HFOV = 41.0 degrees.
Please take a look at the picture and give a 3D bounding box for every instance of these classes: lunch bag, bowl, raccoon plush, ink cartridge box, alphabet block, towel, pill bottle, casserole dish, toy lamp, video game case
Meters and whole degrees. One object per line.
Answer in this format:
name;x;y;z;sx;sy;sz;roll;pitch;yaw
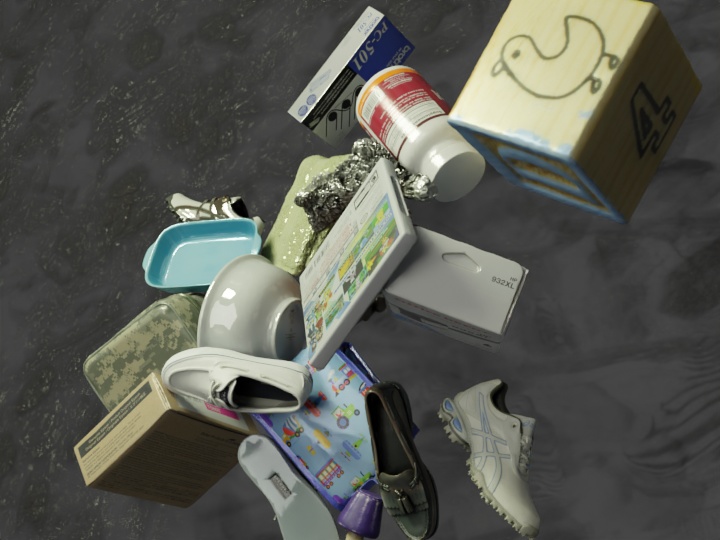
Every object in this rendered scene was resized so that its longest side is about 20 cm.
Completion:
lunch bag;-0.277;0.125;1.427;0.200;0.168;0.139;-39;87;18
bowl;-0.126;0.081;1.320;0.090;0.201;0.201;8;75;29
raccoon plush;-0.005;-0.104;1.284;0.134;0.097;0.200;-38;19;-13
ink cartridge box;0.111;0.028;1.139;0.145;0.200;0.084;21;82;10
alphabet block;0.261;-0.202;1.165;0.195;0.196;0.200;26;86;38
towel;-0.079;-0.084;1.426;0.148;0.036;0.200;8;70;58
ink cartridge box;-0.013;-0.291;1.465;0.200;0.094;0.044;-52;50;6
pill bottle;0.085;-0.188;1.337;0.113;0.113;0.200;-44;52;12
casserole dish;-0.232;-0.018;1.444;0.200;0.039;0.121;-3;54;22
toy lamp;-0.024;0.371;1.196;0.058;0.058;0.200;18;83;39
ink cartridge box;-0.264;0.241;1.339;0.165;0.200;0.075;-43;52;11
lunch bag;-0.026;0.205;1.269;0.151;0.094;0.200;-46;60;6
video game case;-0.009;-0.011;1.125;0.200;0.022;0.182;-54;24;24

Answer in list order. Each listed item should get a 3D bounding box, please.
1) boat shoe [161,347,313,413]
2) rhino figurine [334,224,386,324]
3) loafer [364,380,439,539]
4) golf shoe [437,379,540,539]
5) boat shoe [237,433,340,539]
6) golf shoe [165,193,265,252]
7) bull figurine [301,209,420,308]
boat shoe;-0.163;0.144;1.229;0.200;0.065;0.074;0;113;9
rhino figurine;-0.010;-0.009;1.360;0.087;0.060;0.200;-19;56;39
loafer;0.041;0.235;1.180;0.072;0.063;0.200;-19;78;21
golf shoe;0.171;0.213;1.126;0.097;0.078;0.200;-36;54;10
boat shoe;-0.089;0.303;1.272;0.074;0.068;0.199;-43;76;4
golf shoe;-0.228;-0.086;1.546;0.200;0.078;0.095;35;89;29
bull figurine;0.000;0.000;1.249;0.200;0.065;0.121;-38;20;31
